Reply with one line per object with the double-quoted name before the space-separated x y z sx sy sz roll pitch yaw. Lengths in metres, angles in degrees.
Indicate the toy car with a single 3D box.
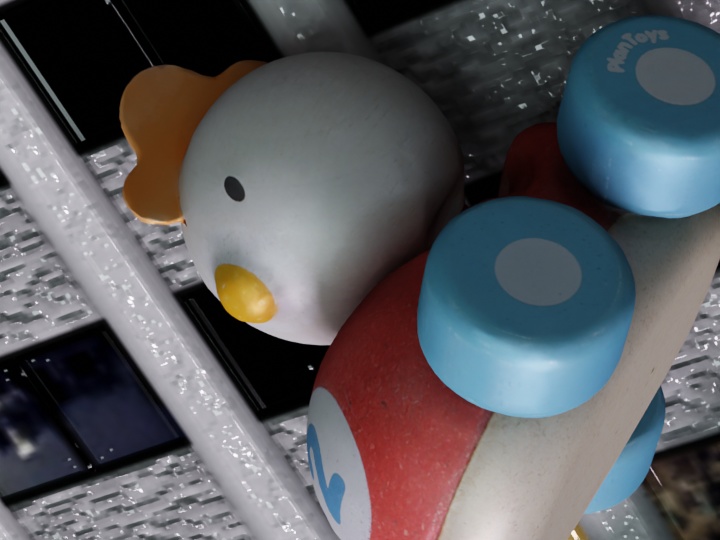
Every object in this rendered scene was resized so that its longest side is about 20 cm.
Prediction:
"toy car" 0.000 0.000 0.862 0.200 0.177 0.185 27 141 15
